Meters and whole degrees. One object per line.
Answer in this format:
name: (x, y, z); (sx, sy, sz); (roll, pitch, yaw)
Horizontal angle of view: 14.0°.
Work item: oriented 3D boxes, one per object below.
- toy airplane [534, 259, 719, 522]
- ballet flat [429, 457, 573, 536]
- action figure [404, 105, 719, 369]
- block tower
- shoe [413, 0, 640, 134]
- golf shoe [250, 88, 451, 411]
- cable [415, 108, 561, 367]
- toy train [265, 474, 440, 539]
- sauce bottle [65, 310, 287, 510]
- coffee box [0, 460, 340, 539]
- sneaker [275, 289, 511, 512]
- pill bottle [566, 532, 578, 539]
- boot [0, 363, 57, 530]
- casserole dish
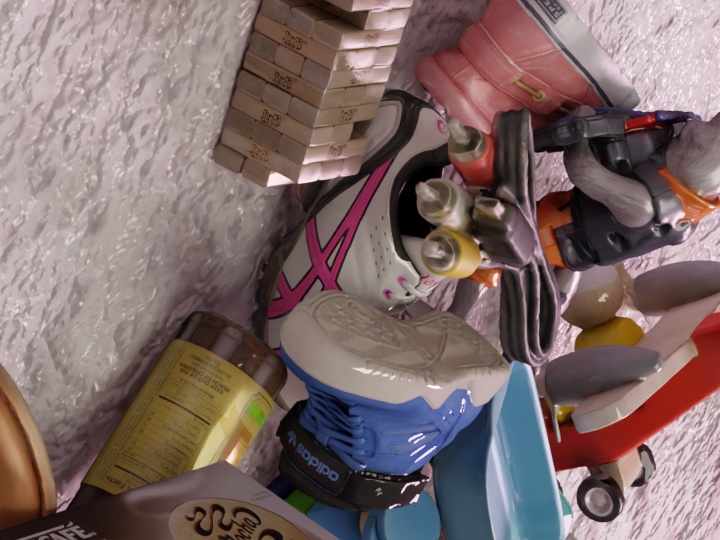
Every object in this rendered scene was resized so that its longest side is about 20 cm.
toy airplane: (0.178, 0.044, 1.792); (0.199, 0.141, 0.200); (-39, 178, -14)
ballet flat: (0.061, 0.102, 1.723); (0.068, 0.068, 0.200); (-49, 137, -20)
action figure: (0.141, -0.031, 1.628); (0.193, 0.105, 0.200); (-31, 169, 33)
block tower: (-0.010, -0.137, 1.436); (0.058, 0.054, 0.200); (-13, 125, -54)
shoe: (0.090, -0.105, 1.612); (0.091, 0.071, 0.200); (-39, 164, 6)
golf shoe: (0.000, 0.000, 1.529); (0.073, 0.092, 0.200); (-27, 137, -49)
cable: (0.069, -0.019, 1.512); (0.200, 0.050, 0.097); (59, 43, -67)
toy train: (0.025, 0.199, 1.633); (0.085, 0.116, 0.200); (-39, 111, -32)
sauce bottle: (-0.111, 0.117, 1.471); (0.200, 0.065, 0.065); (-58, 150, -14)
coffee box: (-0.094, 0.165, 1.347); (0.200, 0.113, 0.080); (-12, 129, -54)
sneaker: (-0.005, 0.074, 1.475); (0.111, 0.077, 0.200); (-52, 161, 13)
pill bottle: (0.057, 0.244, 1.794); (0.200, 0.116, 0.116); (-37, 142, -36)
boot: (-0.222, 0.137, 1.327); (0.155, 0.077, 0.200); (-22, 132, -40)
casserole dish: (0.078, 0.135, 1.644); (0.121, 0.039, 0.200); (-71, 153, -45)
